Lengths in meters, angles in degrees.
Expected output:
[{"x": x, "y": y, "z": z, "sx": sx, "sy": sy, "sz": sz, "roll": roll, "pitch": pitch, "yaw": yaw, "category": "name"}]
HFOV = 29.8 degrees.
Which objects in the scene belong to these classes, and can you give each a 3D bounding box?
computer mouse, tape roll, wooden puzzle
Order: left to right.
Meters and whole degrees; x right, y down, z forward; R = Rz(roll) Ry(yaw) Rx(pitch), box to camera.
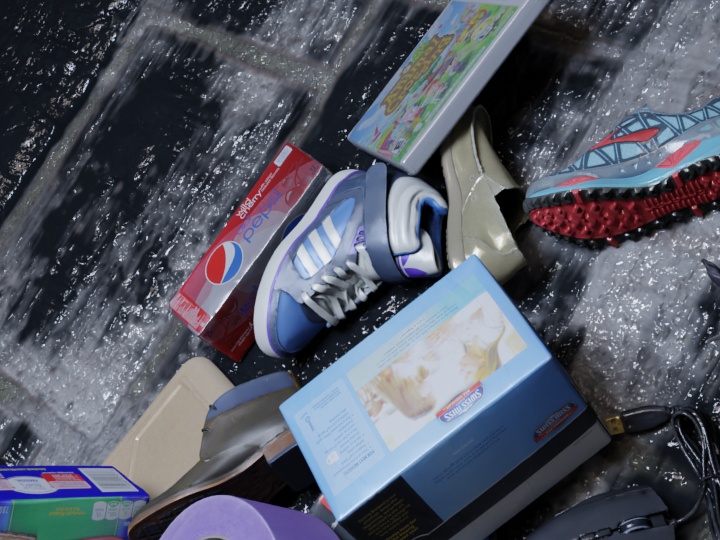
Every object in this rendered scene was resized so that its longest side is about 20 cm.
[{"x": -0.166, "y": 0.203, "z": 1.259, "sx": 0.200, "sy": 0.037, "sz": 0.185, "roll": -47, "pitch": 49, "yaw": -2, "category": "wooden puzzle"}, {"x": -0.096, "y": 0.290, "z": 1.097, "sx": 0.199, "sy": 0.084, "sz": 0.203, "roll": -22, "pitch": 58, "yaw": 41, "category": "tape roll"}, {"x": 0.186, "y": 0.174, "z": 1.018, "sx": 0.198, "sy": 0.046, "sz": 0.142, "roll": -24, "pitch": 54, "yaw": 23, "category": "computer mouse"}]

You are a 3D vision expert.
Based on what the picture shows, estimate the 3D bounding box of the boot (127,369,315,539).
[{"x": -0.118, "y": 0.167, "z": 1.188, "sx": 0.198, "sy": 0.075, "sz": 0.098, "roll": -26, "pitch": 44, "yaw": 2, "category": "boot"}]

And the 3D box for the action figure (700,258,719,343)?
[{"x": 0.333, "y": -0.019, "z": 0.989, "sx": 0.119, "sy": 0.101, "sz": 0.202, "roll": 45, "pitch": 121, "yaw": 33, "category": "action figure"}]

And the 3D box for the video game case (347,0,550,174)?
[{"x": 0.077, "y": -0.185, "z": 1.252, "sx": 0.201, "sy": 0.022, "sz": 0.182, "roll": -53, "pitch": 20, "yaw": 0, "category": "video game case"}]

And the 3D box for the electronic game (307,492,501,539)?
[{"x": 0.025, "y": 0.241, "z": 1.098, "sx": 0.198, "sy": 0.042, "sz": 0.203, "roll": -17, "pitch": 58, "yaw": 28, "category": "electronic game"}]

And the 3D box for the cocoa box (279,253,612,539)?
[{"x": 0.064, "y": 0.117, "z": 1.039, "sx": 0.199, "sy": 0.131, "sz": 0.134, "roll": -38, "pitch": 44, "yaw": 4, "category": "cocoa box"}]

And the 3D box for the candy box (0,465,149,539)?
[{"x": -0.289, "y": 0.276, "z": 1.170, "sx": 0.077, "sy": 0.167, "sz": 0.203, "roll": 26, "pitch": 106, "yaw": 48, "category": "candy box"}]

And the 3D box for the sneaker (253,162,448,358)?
[{"x": 0.000, "y": 0.000, "z": 1.218, "sx": 0.145, "sy": 0.081, "sz": 0.202, "roll": 15, "pitch": 70, "yaw": 43, "category": "sneaker"}]

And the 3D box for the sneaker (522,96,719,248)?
[{"x": 0.230, "y": -0.085, "z": 1.120, "sx": 0.197, "sy": 0.080, "sz": 0.097, "roll": -14, "pitch": 49, "yaw": 19, "category": "sneaker"}]

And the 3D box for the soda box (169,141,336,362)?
[{"x": -0.094, "y": -0.018, "z": 1.301, "sx": 0.063, "sy": 0.070, "sz": 0.201, "roll": 35, "pitch": 88, "yaw": 41, "category": "soda box"}]

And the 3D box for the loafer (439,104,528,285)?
[{"x": 0.112, "y": -0.065, "z": 1.184, "sx": 0.067, "sy": 0.076, "sz": 0.203, "roll": -12, "pitch": 56, "yaw": 17, "category": "loafer"}]
